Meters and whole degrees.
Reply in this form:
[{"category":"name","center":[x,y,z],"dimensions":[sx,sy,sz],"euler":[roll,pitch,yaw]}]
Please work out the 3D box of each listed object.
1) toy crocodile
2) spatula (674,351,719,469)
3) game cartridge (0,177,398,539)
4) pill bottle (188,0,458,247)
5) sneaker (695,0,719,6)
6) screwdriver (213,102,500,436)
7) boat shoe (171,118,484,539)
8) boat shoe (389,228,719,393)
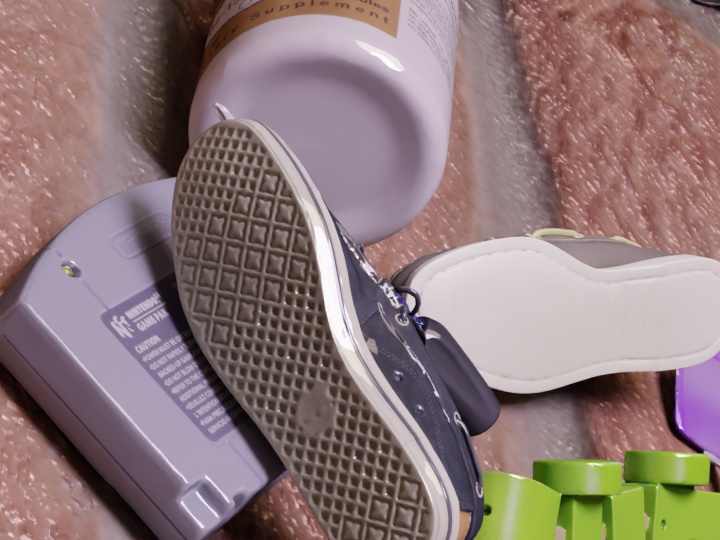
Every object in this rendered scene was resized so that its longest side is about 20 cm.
[{"category":"toy crocodile","center":[0.104,0.112,1.295],"dimensions":[0.200,0.062,0.068],"euler":[3,89,-55]},{"category":"spatula","center":[0.183,0.112,1.438],"dimensions":[0.057,0.021,0.200],"euler":[31,32,-29]},{"category":"game cartridge","center":[-0.067,0.028,1.192],"dimensions":[0.133,0.041,0.200],"euler":[52,28,3]},{"category":"pill bottle","center":[-0.012,-0.106,1.359],"dimensions":[0.114,0.114,0.200],"euler":[36,29,-18]},{"category":"sneaker","center":[0.295,-0.177,1.939],"dimensions":[0.200,0.060,0.104],"euler":[26,32,-24]},{"category":"screwdriver","center":[0.000,0.000,1.277],"dimensions":[0.200,0.028,0.029],"euler":[51,-18,-30]},{"category":"boat shoe","center":[-0.012,0.031,1.153],"dimensions":[0.062,0.075,0.200],"euler":[2,55,-59]},{"category":"boat shoe","center":[0.086,0.016,1.391],"dimensions":[0.202,0.072,0.060],"euler":[1,10,-39]}]
